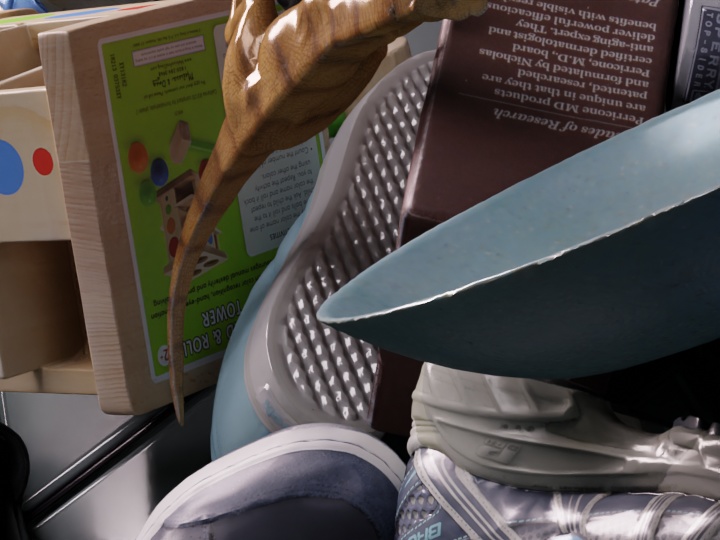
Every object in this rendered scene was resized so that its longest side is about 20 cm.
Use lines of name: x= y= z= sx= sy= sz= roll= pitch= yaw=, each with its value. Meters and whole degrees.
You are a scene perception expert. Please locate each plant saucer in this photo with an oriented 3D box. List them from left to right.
plant saucer: x=0.088 y=-0.015 z=0.596 sx=0.201 sy=0.039 sz=0.201 roll=-25 pitch=5 yaw=2

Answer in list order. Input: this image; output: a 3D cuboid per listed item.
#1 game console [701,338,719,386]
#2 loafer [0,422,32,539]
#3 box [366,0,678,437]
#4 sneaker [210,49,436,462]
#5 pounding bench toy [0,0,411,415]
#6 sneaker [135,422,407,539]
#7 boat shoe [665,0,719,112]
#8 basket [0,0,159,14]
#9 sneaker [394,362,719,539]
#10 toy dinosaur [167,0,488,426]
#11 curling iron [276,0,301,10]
game console: x=0.186 y=-0.022 z=0.533 sx=0.200 sy=0.117 sz=0.176 roll=-24 pitch=35 yaw=-10
loafer: x=-0.147 y=0.077 z=0.911 sx=0.070 sy=0.068 sz=0.201 roll=-47 pitch=33 yaw=18
box: x=0.056 y=-0.050 z=0.781 sx=0.075 sy=0.100 sz=0.200 roll=13 pitch=49 yaw=3
sneaker: x=0.000 y=0.000 z=0.847 sx=0.082 sy=0.074 sz=0.200 roll=-46 pitch=5 yaw=45
pounding bench toy: x=-0.087 y=-0.035 z=0.911 sx=0.156 sy=0.125 sz=0.200 roll=-1 pitch=13 yaw=37
sneaker: x=-0.062 y=0.140 z=0.695 sx=0.202 sy=0.077 sz=0.146 roll=-43 pitch=15 yaw=19
boat shoe: x=0.138 y=-0.093 z=0.815 sx=0.070 sy=0.071 sz=0.200 roll=10 pitch=20 yaw=4
basket: x=-0.093 y=-0.107 z=1.036 sx=0.200 sy=0.139 sz=0.176 roll=-44 pitch=27 yaw=12
sneaker: x=0.084 y=0.083 z=0.642 sx=0.200 sy=0.077 sz=0.087 roll=14 pitch=85 yaw=50
toy dinosaur: x=-0.025 y=-0.054 z=0.753 sx=0.200 sy=0.060 sz=0.106 roll=-49 pitch=22 yaw=45
curling iron: x=0.054 y=-0.125 z=0.900 sx=0.200 sy=0.026 sz=0.050 roll=-18 pitch=30 yaw=-30
